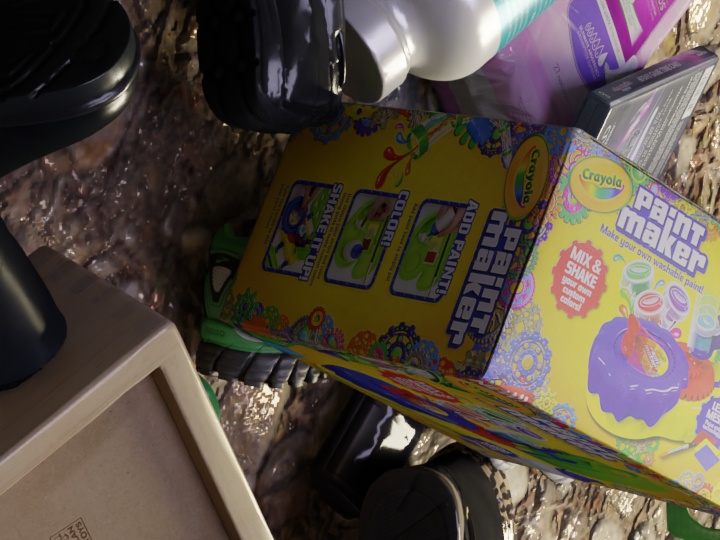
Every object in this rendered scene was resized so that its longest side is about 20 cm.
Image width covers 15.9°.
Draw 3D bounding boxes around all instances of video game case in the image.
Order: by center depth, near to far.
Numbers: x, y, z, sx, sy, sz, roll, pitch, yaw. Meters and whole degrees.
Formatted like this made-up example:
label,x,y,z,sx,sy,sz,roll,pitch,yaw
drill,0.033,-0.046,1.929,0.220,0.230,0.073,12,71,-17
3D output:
label,x,y,z,sx,sy,sz,roll,pitch,yaw
video game case,0.137,-0.049,1.452,0.200,0.019,0.143,-25,143,-63

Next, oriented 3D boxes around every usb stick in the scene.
label,x,y,z,sx,sy,sz,roll,pitch,yaw
usb stick,0.033,0.044,1.422,0.055,0.033,0.200,47,66,-43

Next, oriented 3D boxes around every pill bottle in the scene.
label,x,y,z,sx,sy,sz,roll,pitch,yaw
pill bottle,0.056,-0.170,1.292,0.200,0.111,0.111,-42,134,-21

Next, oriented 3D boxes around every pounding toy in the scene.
label,x,y,z,sx,sy,sz,roll,pitch,yaw
pounding toy,-0.136,0.097,1.166,0.200,0.142,0.184,-40,132,-22

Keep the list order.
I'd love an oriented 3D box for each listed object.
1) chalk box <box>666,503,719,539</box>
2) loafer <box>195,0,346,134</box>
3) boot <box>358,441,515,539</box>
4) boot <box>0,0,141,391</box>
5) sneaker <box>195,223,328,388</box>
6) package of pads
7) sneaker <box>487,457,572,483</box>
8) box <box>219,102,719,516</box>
label,x,y,z,sx,sy,sz,roll,pitch,yaw
chalk box,0.221,0.078,1.598,0.124,0.125,0.201,-7,107,-51
loafer,-0.039,-0.164,1.204,0.070,0.068,0.201,-3,91,-44
boot,0.037,0.192,1.409,0.151,0.073,0.201,-29,122,-74
boot,-0.150,-0.029,1.034,0.168,0.200,0.077,66,35,-38
sneaker,0.000,0.000,1.325,0.200,0.078,0.085,-16,115,-48
package of pads,0.115,-0.151,1.417,0.200,0.076,0.121,-52,141,-26
sneaker,0.120,0.076,1.472,0.200,0.080,0.074,19,63,-66
box,0.079,0.017,1.229,0.200,0.192,0.122,29,78,-38
